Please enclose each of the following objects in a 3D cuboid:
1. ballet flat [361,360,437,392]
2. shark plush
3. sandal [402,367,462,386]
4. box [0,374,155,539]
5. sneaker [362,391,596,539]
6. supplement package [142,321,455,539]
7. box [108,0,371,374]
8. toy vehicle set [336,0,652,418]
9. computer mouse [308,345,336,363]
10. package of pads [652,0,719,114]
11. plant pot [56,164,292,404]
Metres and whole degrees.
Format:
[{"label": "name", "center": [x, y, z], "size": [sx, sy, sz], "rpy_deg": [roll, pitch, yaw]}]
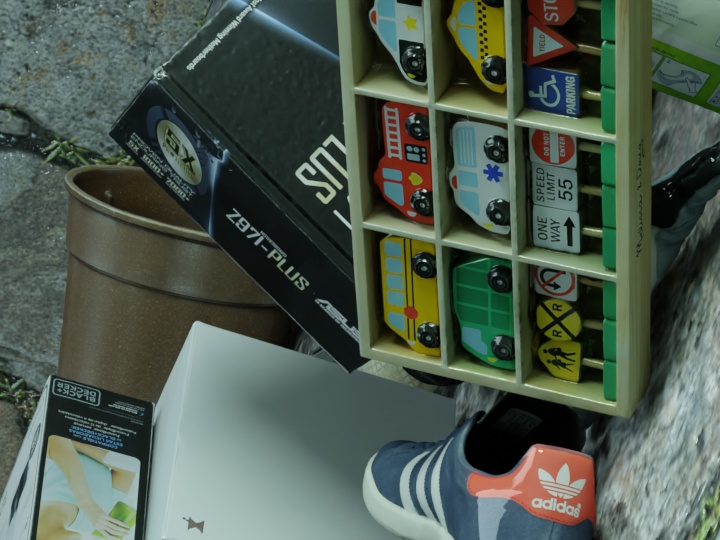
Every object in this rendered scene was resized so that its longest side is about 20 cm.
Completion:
[{"label": "ballet flat", "center": [0.032, -0.026, 1.559], "size": [0.062, 0.067, 0.201], "rpy_deg": [59, -142, -54]}, {"label": "shark plush", "center": [0.105, -0.019, 1.208], "size": [0.083, 0.091, 0.200], "rpy_deg": [-42, -14, -34]}, {"label": "sandal", "center": [0.000, -0.001, 1.419], "size": [0.048, 0.200, 0.076], "rpy_deg": [7, 72, 40]}, {"label": "box", "center": [-0.152, 0.163, 1.423], "size": [0.200, 0.060, 0.117], "rpy_deg": [-90, 21, -54]}, {"label": "sneaker", "center": [0.059, 0.089, 1.246], "size": [0.200, 0.075, 0.085], "rpy_deg": [-148, 74, -69]}, {"label": "supplement package", "center": [-0.055, 0.163, 1.491], "size": [0.152, 0.150, 0.200], "rpy_deg": [-84, 16, -46]}, {"label": "box", "center": [0.012, -0.083, 1.318], "size": [0.200, 0.164, 0.086], "rpy_deg": [-46, 4, -25]}, {"label": "toy vehicle set", "center": [0.055, -0.041, 1.141], "size": [0.027, 0.124, 0.201], "rpy_deg": [-50, -35, -49]}, {"label": "computer mouse", "center": [-0.002, 0.104, 1.643], "size": [0.141, 0.046, 0.201], "rpy_deg": [-116, 36, -46]}, {"label": "package of pads", "center": [0.104, -0.166, 1.202], "size": [0.201, 0.154, 0.068], "rpy_deg": [-85, 18, -50]}, {"label": "plant pot", "center": [-0.138, 0.044, 2.077], "size": [0.200, 0.199, 0.199], "rpy_deg": [-112, 34, -74]}]
